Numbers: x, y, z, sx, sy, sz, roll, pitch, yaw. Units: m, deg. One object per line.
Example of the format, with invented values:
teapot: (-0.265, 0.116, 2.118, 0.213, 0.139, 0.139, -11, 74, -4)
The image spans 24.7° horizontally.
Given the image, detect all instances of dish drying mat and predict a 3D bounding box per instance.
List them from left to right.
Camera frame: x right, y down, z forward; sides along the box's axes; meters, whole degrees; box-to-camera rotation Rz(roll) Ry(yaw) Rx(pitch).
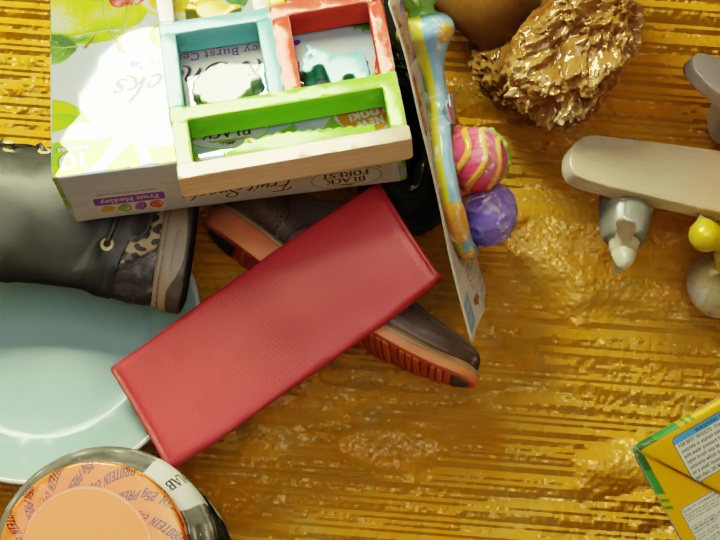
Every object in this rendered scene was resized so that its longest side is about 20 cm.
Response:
dish drying mat: (-0.051, 0.033, 0.981, 0.200, 0.018, 0.077, -35, 75, 7)

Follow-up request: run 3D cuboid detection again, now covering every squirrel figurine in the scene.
squirrel figurine: (0.131, -0.185, 0.995, 0.141, 0.186, 0.201, -8, 90, -35)

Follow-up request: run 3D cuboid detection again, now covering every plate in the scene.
plate: (-0.198, 0.039, 1.027, 0.199, 0.026, 0.201, 1, 69, -3)

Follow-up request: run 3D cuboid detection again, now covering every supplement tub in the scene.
supplement tub: (-0.135, 0.165, 0.919, 0.122, 0.200, 0.123, 0, 77, -1)

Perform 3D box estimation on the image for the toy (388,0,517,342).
toy: (0.064, -0.072, 0.977, 0.047, 0.115, 0.201, -14, 102, 13)

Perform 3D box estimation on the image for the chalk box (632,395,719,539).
chalk box: (0.256, 0.131, 0.930, 0.124, 0.200, 0.124, -32, 69, 14)

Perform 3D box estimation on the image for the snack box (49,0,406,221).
snack box: (-0.080, -0.111, 0.969, 0.199, 0.053, 0.143, -8, 61, 0)

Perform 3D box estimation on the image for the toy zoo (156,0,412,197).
toy zoo: (-0.051, -0.140, 0.940, 0.130, 0.020, 0.201, -9, 60, -1)

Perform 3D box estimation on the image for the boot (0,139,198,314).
boot: (-0.174, -0.072, 1.022, 0.150, 0.073, 0.201, 3, 69, -5)

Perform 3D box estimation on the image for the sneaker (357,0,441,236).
sneaker: (0.008, -0.124, 1.040, 0.076, 0.091, 0.201, -24, 78, -3)

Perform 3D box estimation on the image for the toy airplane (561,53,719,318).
toy airplane: (0.240, -0.035, 1.012, 0.200, 0.142, 0.199, 40, 42, 16)

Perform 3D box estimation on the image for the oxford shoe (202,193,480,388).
oxford shoe: (0.000, 0.000, 1.023, 0.199, 0.071, 0.073, 35, 78, 7)
